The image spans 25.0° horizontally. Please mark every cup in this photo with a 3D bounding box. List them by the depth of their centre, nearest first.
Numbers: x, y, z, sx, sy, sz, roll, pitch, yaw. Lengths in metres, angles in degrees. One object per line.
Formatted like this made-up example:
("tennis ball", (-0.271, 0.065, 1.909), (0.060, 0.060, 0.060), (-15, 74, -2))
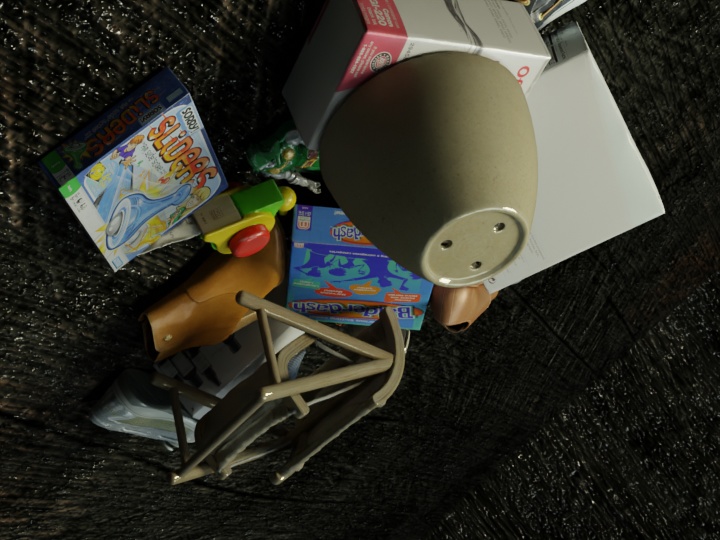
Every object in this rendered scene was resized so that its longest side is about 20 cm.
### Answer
("cup", (0.078, -0.071, 1.438), (0.199, 0.144, 0.201), (-13, 141, -11))

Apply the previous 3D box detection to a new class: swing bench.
("swing bench", (-0.081, 0.130, 1.688), (0.199, 0.130, 0.199), (8, 144, -35))

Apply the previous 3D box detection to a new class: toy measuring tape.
("toy measuring tape", (-0.153, -0.035, 1.568), (0.199, 0.074, 0.074), (-23, 156, -20))

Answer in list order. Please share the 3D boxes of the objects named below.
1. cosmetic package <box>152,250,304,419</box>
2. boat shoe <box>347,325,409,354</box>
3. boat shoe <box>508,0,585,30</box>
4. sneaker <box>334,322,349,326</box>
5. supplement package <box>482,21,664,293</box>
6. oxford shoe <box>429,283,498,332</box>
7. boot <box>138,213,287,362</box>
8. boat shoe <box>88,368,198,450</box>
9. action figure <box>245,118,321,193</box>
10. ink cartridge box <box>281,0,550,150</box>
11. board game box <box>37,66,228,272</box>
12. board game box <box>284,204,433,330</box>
("cosmetic package", (-0.130, 0.072, 1.816), (0.200, 0.083, 0.051), (-43, 162, 4))
("boat shoe", (0.025, 0.043, 1.928), (0.074, 0.060, 0.200), (-34, -154, 15))
("boat shoe", (0.158, -0.278, 1.630), (0.200, 0.071, 0.091), (-39, 153, -11))
("sneaker", (-0.017, -0.034, 1.821), (0.075, 0.078, 0.201), (-15, 132, -44))
("supplement package", (0.179, -0.119, 1.680), (0.199, 0.192, 0.147), (-25, -163, 11))
("oxford shoe", (0.109, 0.031, 1.779), (0.200, 0.071, 0.072), (0, 100, -73))
("boot", (-0.156, 0.019, 1.670), (0.144, 0.071, 0.202), (-23, 151, -28))
("boat shoe", (-0.234, 0.163, 1.842), (0.065, 0.075, 0.202), (-38, 158, 10))
("action figure", (-0.043, -0.118, 1.611), (0.200, 0.055, 0.118), (-11, 148, -49))
("ink cartridge box", (0.051, -0.178, 1.482), (0.199, 0.085, 0.146), (2, 136, -30))
("board game box", (-0.193, -0.084, 1.415), (0.135, 0.034, 0.200), (-38, 161, -8))
("board game box", (0.000, 0.000, 1.681), (0.151, 0.045, 0.200), (5, 156, -2))
